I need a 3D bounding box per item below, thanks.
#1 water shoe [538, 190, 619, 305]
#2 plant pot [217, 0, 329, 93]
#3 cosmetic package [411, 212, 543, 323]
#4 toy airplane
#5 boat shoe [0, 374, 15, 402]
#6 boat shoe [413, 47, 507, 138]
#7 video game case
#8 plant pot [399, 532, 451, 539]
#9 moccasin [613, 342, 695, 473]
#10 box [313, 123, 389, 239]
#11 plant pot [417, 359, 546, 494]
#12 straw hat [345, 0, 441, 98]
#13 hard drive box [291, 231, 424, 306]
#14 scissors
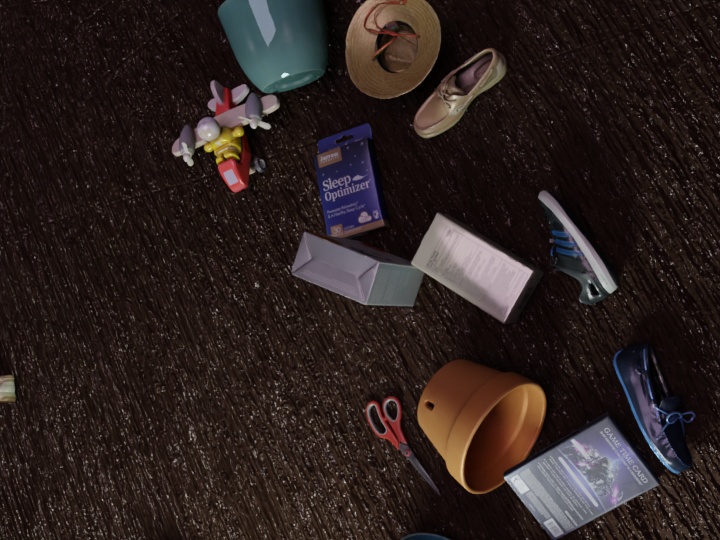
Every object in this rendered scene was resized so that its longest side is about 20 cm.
[{"bbox_3d":[0.333,-0.037,1.406,0.079,0.071,0.201,-40,71,22],"label":"water shoe"},{"bbox_3d":[-0.147,-0.425,1.608,0.198,0.200,0.163,-16,91,25],"label":"plant pot"},{"bbox_3d":[0.197,-0.005,1.473,0.199,0.071,0.106,35,104,24],"label":"cosmetic package"},{"bbox_3d":[-0.266,-0.278,1.685,0.198,0.141,0.202,32,102,25],"label":"toy airplane"},{"bbox_3d":[-0.884,0.274,2.019,0.197,0.073,0.064,-2,81,16],"label":"boat shoe"},{"bbox_3d":[0.163,-0.312,1.509,0.200,0.064,0.072,-42,70,19],"label":"boat shoe"},{"bbox_3d":[0.348,0.329,1.376,0.199,0.019,0.143,-36,100,20],"label":"video game case"},{"bbox_3d":[0.105,0.578,1.435,0.199,0.199,0.190,35,117,24],"label":"plant pot"},{"bbox_3d":[0.455,0.206,1.324,0.068,0.080,0.202,-35,74,33],"label":"moccasin"},{"bbox_3d":[-0.021,-0.164,1.616,0.120,0.032,0.203,-15,80,26],"label":"box"},{"bbox_3d":[0.187,0.236,1.412,0.140,0.199,0.202,33,103,41],"label":"plant pot"},{"bbox_3d":[0.072,-0.392,1.549,0.198,0.085,0.204,-5,80,26],"label":"straw hat"},{"bbox_3d":[0.000,0.000,1.502,0.154,0.199,0.078,22,97,25],"label":"hard drive box"},{"bbox_3d":[0.074,0.319,1.556,0.073,0.014,0.202,-31,75,20],"label":"scissors"}]
